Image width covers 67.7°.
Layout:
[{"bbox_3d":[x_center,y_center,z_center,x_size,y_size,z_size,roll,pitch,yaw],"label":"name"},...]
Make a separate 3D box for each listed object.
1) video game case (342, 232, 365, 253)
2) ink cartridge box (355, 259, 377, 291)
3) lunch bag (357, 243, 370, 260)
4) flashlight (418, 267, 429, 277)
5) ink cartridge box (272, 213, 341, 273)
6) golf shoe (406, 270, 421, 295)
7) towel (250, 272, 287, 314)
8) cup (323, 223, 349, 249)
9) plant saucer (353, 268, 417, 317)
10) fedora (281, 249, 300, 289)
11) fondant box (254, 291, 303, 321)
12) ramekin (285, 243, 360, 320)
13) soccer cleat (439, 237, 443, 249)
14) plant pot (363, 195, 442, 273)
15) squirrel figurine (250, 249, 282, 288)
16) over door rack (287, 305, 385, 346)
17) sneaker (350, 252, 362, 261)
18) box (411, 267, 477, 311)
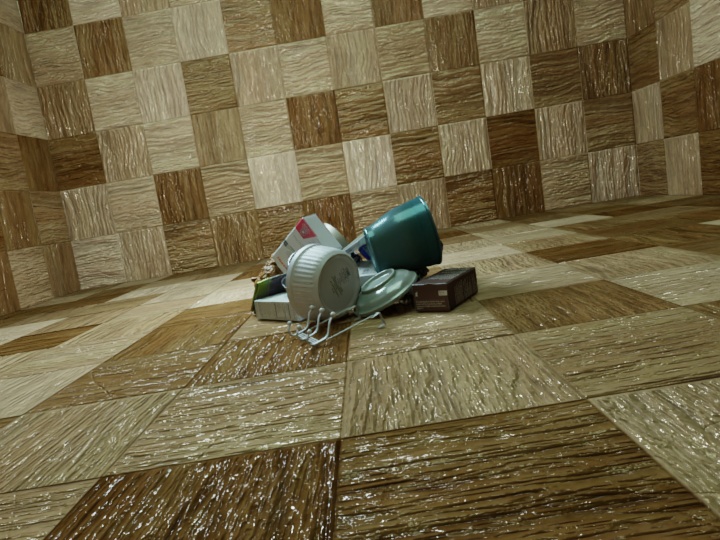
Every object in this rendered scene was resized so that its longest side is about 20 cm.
[{"bbox_3d":[0.007,-0.101,1.718,0.200,0.023,0.181,-42,7,-39],"label":"video game case"},{"bbox_3d":[0.000,0.031,1.648,0.195,0.086,0.145,-6,19,18],"label":"ink cartridge box"},{"bbox_3d":[0.088,-0.037,1.798,0.198,0.151,0.095,-20,-32,-50],"label":"lunch bag"},{"bbox_3d":[0.133,-0.048,1.725,0.068,0.200,0.068,-28,-19,-50],"label":"flashlight"},{"bbox_3d":[-0.177,-0.059,1.753,0.200,0.146,0.084,-46,-11,33],"label":"ink cartridge box"},{"bbox_3d":[0.133,0.047,1.528,0.092,0.080,0.200,-16,-1,1],"label":"golf shoe"},{"bbox_3d":[-0.245,0.065,1.689,0.196,0.146,0.023,-13,49,-34],"label":"towel"},{"bbox_3d":[-0.122,-0.044,1.928,0.143,0.202,0.199,-42,18,-16],"label":"cup"},{"bbox_3d":[0.056,0.045,1.423,0.197,0.051,0.201,-32,13,8],"label":"plant saucer"},{"bbox_3d":[-0.149,-0.012,1.583,0.174,0.092,0.199,10,32,35],"label":"fedora"},{"bbox_3d":[-0.195,0.100,1.572,0.197,0.060,0.143,-1,11,43],"label":"fondant box"},{"bbox_3d":[-0.089,0.033,1.403,0.103,0.206,0.198,4,14,43],"label":"ramekin"},{"bbox_3d":[0.160,-0.075,1.668,0.195,0.086,0.065,11,21,-3],"label":"soccer cleat"},{"bbox_3d":[0.112,-0.085,1.527,0.184,0.205,0.200,-19,8,-4],"label":"plant pot"},{"bbox_3d":[-0.307,0.011,1.910,0.184,0.143,0.200,-31,-17,0],"label":"squirrel figurine"},{"bbox_3d":[-0.062,0.115,1.263,0.196,0.068,0.147,-13,9,-25],"label":"over door rack"},{"bbox_3d":[0.000,0.000,1.779,0.078,0.133,0.196,-17,11,-43],"label":"sneaker"},{"bbox_3d":[0.223,0.047,1.387,0.098,0.077,0.198,-4,8,35],"label":"box"}]
